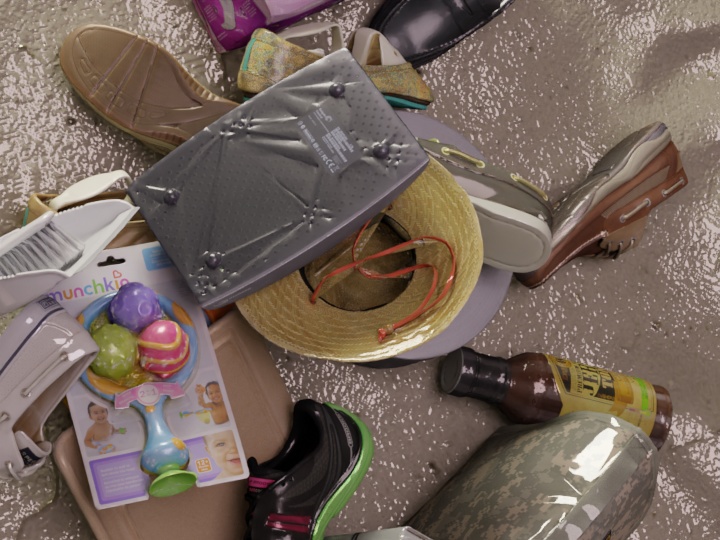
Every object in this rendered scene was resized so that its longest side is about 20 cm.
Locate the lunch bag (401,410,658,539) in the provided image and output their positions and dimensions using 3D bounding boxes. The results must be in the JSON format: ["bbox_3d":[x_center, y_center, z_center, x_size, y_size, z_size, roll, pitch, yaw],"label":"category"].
[{"bbox_3d":[0.134,0.199,1.594,0.164,0.200,0.118,-43,98,-25],"label":"lunch bag"}]

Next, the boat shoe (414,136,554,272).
[{"bbox_3d":[0.060,-0.066,1.610,0.200,0.072,0.061,24,43,-7],"label":"boat shoe"}]

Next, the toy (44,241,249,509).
[{"bbox_3d":[-0.158,0.064,1.483,0.114,0.047,0.202,-10,67,-17],"label":"toy"}]

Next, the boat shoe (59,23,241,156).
[{"bbox_3d":[-0.147,-0.120,1.600,0.199,0.065,0.072,32,76,1],"label":"boat shoe"}]

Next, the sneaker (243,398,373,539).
[{"bbox_3d":[-0.065,0.185,1.544,0.084,0.076,0.201,40,62,-28],"label":"sneaker"}]

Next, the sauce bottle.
[{"bbox_3d":[0.162,0.104,1.698,0.198,0.065,0.065,14,75,-23],"label":"sauce bottle"}]

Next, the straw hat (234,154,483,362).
[{"bbox_3d":[0.000,0.000,1.551,0.199,0.085,0.203,-5,64,10],"label":"straw hat"}]

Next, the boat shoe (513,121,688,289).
[{"bbox_3d":[0.210,-0.045,1.742,0.200,0.076,0.072,-42,101,-23],"label":"boat shoe"}]

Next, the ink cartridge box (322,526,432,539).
[{"bbox_3d":[-0.004,0.275,1.518,0.083,0.200,0.148,30,70,-16],"label":"ink cartridge box"}]

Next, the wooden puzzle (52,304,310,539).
[{"bbox_3d":[-0.125,0.151,1.554,0.200,0.037,0.186,-38,118,-29],"label":"wooden puzzle"}]

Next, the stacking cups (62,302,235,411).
[{"bbox_3d":[-0.144,0.038,1.569,0.200,0.060,0.061,-43,99,-22],"label":"stacking cups"}]

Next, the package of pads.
[{"bbox_3d":[-0.029,-0.250,1.643,0.199,0.120,0.076,-28,92,-26],"label":"package of pads"}]

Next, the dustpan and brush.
[{"bbox_3d":[-0.268,0.000,1.475,0.057,0.199,0.140,56,23,-12],"label":"dustpan and brush"}]

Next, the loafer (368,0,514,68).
[{"bbox_3d":[0.085,-0.233,1.719,0.200,0.070,0.068,-38,98,-24],"label":"loafer"}]

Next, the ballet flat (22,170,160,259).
[{"bbox_3d":[-0.162,-0.048,1.570,0.198,0.069,0.064,-14,122,-25],"label":"ballet flat"}]

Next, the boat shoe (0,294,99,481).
[{"bbox_3d":[-0.254,0.117,1.462,0.070,0.071,0.201,38,98,11],"label":"boat shoe"}]

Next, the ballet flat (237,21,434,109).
[{"bbox_3d":[-0.013,-0.162,1.621,0.199,0.070,0.071,-2,81,-43],"label":"ballet flat"}]

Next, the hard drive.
[{"bbox_3d":[-0.059,-0.064,1.521,0.199,0.042,0.135,-33,63,-6],"label":"hard drive"}]

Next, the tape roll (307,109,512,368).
[{"bbox_3d":[0.024,-0.024,1.658,0.198,0.066,0.203,5,78,-23],"label":"tape roll"}]
